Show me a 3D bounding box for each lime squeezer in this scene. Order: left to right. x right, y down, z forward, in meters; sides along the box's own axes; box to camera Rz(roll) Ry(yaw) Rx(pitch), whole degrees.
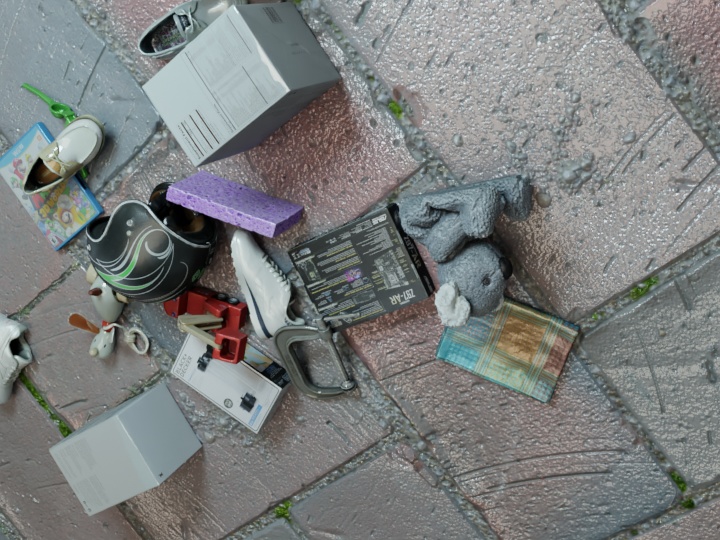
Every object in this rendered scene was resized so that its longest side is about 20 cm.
[{"bbox_3d":[-0.532,-0.267,1.530,0.200,0.038,0.071,57,149,-4],"label":"lime squeezer"}]

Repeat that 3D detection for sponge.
[{"bbox_3d":[-0.206,-0.110,1.400,0.200,0.112,0.030,21,115,14],"label":"sponge"}]

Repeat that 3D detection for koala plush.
[{"bbox_3d":[0.156,-0.023,1.252,0.183,0.177,0.201,-7,99,34],"label":"koala plush"}]

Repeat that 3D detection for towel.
[{"bbox_3d":[0.228,0.114,1.352,0.200,0.022,0.147,22,115,14],"label":"towel"}]

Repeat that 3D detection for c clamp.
[{"bbox_3d":[-0.062,0.151,1.448,0.170,0.027,0.200,-1,129,18],"label":"c clamp"}]

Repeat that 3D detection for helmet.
[{"bbox_3d":[-0.358,-0.040,1.446,0.200,0.200,0.191,47,114,1],"label":"helmet"}]

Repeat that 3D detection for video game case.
[{"bbox_3d":[-0.581,-0.154,1.590,0.143,0.018,0.200,-33,93,28],"label":"video game case"}]

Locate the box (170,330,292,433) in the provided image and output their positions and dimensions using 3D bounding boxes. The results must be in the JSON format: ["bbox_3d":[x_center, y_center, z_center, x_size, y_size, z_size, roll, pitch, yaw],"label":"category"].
[{"bbox_3d":[-0.232,0.187,1.540,0.200,0.060,0.117,35,116,8],"label":"box"}]

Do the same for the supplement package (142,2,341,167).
[{"bbox_3d":[-0.174,-0.283,1.285,0.200,0.191,0.147,-32,93,27],"label":"supplement package"}]

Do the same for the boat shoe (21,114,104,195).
[{"bbox_3d":[-0.521,-0.193,1.494,0.200,0.068,0.075,-35,111,32],"label":"boat shoe"}]

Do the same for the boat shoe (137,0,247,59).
[{"bbox_3d":[-0.270,-0.388,1.355,0.200,0.072,0.070,-22,98,27],"label":"boat shoe"}]

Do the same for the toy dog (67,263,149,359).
[{"bbox_3d":[-0.479,0.083,1.584,0.132,0.096,0.201,3,108,21],"label":"toy dog"}]

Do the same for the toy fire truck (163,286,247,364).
[{"bbox_3d":[-0.268,0.086,1.474,0.200,0.141,0.049,18,113,15],"label":"toy fire truck"}]

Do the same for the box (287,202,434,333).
[{"bbox_3d":[0.000,0.000,1.393,0.200,0.044,0.161,-23,98,27],"label":"box"}]

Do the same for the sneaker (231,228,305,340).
[{"bbox_3d":[-0.160,0.018,1.456,0.080,0.076,0.200,-16,106,14],"label":"sneaker"}]

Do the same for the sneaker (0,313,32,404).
[{"bbox_3d":[-0.715,0.190,1.729,0.099,0.078,0.201,15,113,13],"label":"sneaker"}]

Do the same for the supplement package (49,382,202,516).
[{"bbox_3d":[-0.445,0.339,1.625,0.200,0.151,0.152,-28,95,27],"label":"supplement package"}]
